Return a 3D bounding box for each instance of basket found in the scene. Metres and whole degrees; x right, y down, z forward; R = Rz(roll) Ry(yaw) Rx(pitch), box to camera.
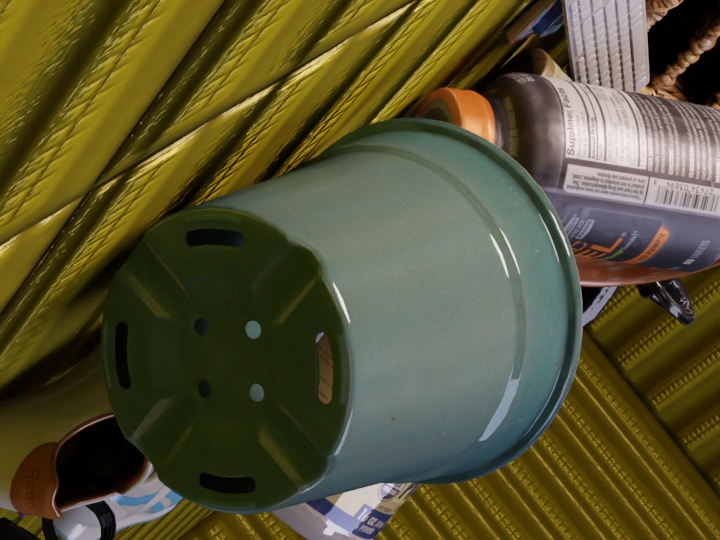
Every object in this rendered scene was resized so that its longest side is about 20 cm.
[{"bbox_3d":[0.274,-0.172,1.424,0.200,0.143,0.149,-41,-171,24],"label":"basket"}]

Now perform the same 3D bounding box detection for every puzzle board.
[{"bbox_3d":[0.178,-0.203,1.337,0.151,0.017,0.200,-42,175,27],"label":"puzzle board"}]

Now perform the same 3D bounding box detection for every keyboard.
[{"bbox_3d":[0.150,-0.146,1.304,0.056,0.011,0.200,-31,156,-4],"label":"keyboard"}]

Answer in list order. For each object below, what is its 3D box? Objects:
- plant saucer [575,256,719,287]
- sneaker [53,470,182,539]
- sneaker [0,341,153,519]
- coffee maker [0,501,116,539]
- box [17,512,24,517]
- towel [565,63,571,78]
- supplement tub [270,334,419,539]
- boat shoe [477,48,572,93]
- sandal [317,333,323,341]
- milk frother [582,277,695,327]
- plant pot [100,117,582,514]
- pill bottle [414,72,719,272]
[{"bbox_3d":[0.201,-0.043,1.501,0.198,0.038,0.200,-6,158,-2],"label":"plant saucer"},{"bbox_3d":[-0.157,0.137,1.572,0.081,0.077,0.200,-43,175,24],"label":"sneaker"},{"bbox_3d":[-0.125,0.084,1.186,0.200,0.084,0.073,-34,133,-43],"label":"sneaker"},{"bbox_3d":[-0.252,0.246,1.445,0.191,0.135,0.200,-29,176,-22],"label":"coffee maker"},{"bbox_3d":[-0.137,0.076,1.377,0.137,0.039,0.200,-43,174,25],"label":"box"},{"bbox_3d":[0.243,-0.219,1.624,0.144,0.023,0.200,-38,177,-32],"label":"towel"},{"bbox_3d":[0.007,0.062,1.352,0.200,0.144,0.144,-49,174,5],"label":"supplement tub"},{"bbox_3d":[0.071,-0.057,1.425,0.200,0.066,0.074,-41,-153,24],"label":"boat shoe"},{"bbox_3d":[-0.056,0.028,1.279,0.076,0.043,0.201,9,-118,55],"label":"sandal"},{"bbox_3d":[0.160,0.009,1.761,0.188,0.180,0.200,-53,-158,25],"label":"milk frother"},{"bbox_3d":[-0.017,0.031,1.092,0.200,0.201,0.196,-42,167,29],"label":"plant pot"},{"bbox_3d":[0.130,-0.062,1.316,0.199,0.107,0.106,8,151,-25],"label":"pill bottle"}]
